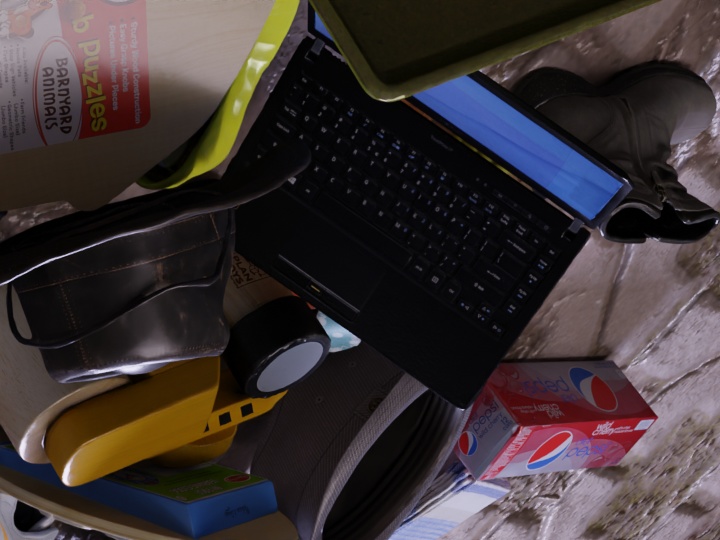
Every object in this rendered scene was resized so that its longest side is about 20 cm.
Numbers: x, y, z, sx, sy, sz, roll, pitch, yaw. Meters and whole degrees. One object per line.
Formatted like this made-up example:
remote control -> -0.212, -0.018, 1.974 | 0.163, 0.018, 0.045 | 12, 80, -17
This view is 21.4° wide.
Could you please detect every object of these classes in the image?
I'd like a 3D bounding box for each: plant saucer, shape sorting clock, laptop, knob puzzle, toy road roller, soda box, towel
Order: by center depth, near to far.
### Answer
knob puzzle -> -0.128, -0.121, 0.837 | 0.219, 0.030, 0.221 | -14, 120, -25
plant saucer -> 0.035, -0.171, 0.843 | 0.199, 0.200, 0.048 | -23, 161, -26
laptop -> 0.017, -0.033, 0.924 | 0.200, 0.177, 0.103 | -57, 176, 28
toy road roller -> -0.124, 0.054, 1.064 | 0.199, 0.123, 0.146 | -20, 152, -31
shape sorting clock -> -0.132, 0.130, 1.101 | 0.200, 0.199, 0.039 | 9, 95, -54
soda box -> 0.149, 0.117, 1.523 | 0.200, 0.070, 0.063 | 2, 134, -50
towel -> 0.025, 0.215, 1.546 | 0.200, 0.024, 0.147 | -34, 162, 10

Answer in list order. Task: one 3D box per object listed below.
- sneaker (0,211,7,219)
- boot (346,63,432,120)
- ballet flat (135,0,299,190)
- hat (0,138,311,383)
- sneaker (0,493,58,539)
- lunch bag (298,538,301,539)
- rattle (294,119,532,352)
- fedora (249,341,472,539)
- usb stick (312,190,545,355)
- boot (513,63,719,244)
sneaker -> -0.215, -0.007, 0.924 | 0.086, 0.075, 0.200 | -15, 145, -46
boot -> 0.018, -0.134, 1.003 | 0.199, 0.074, 0.155 | -6, 143, -41
ballet flat -> -0.076, -0.112, 0.923 | 0.067, 0.067, 0.200 | -43, 164, -41
hat -> -0.099, 0.008, 0.877 | 0.200, 0.081, 0.201 | -20, -173, 3
sneaker -> -0.219, 0.180, 1.195 | 0.092, 0.076, 0.200 | -37, 153, -11
lunch bag -> -0.134, 0.253, 1.312 | 0.200, 0.118, 0.164 | -44, 171, 11
rattle -> 0.000, 0.000, 1.097 | 0.199, 0.130, 0.143 | -21, -161, 31
fedora -> -0.009, 0.118, 1.307 | 0.200, 0.090, 0.177 | -52, 157, -13
usb stick -> 0.042, -0.012, 1.252 | 0.200, 0.033, 0.055 | -36, 159, -3
boot -> 0.188, -0.066, 1.234 | 0.200, 0.131, 0.068 | -7, 140, -44
